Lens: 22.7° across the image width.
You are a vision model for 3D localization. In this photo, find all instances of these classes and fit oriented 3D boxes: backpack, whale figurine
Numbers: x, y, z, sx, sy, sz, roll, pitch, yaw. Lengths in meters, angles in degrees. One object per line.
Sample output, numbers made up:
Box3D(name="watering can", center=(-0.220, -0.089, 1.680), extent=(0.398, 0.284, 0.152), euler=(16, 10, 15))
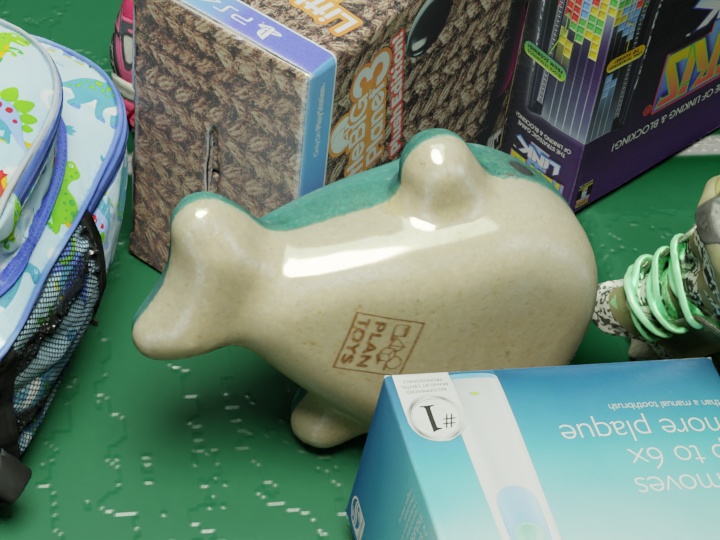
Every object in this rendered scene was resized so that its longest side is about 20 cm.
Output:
Box3D(name="backpack", center=(-0.191, -0.031, 0.762), extent=(0.182, 0.148, 0.201), euler=(16, 42, 5))
Box3D(name="whale figurine", center=(0.000, 0.000, 0.753), extent=(0.198, 0.160, 0.104), euler=(5, 36, -27))

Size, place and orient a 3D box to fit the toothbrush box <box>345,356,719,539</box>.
Box3D(name="toothbrush box", center=(0.092, 0.135, 0.669), extent=(0.145, 0.086, 0.201), euler=(-1, 45, -17))

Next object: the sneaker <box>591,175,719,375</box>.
Box3D(name="sneaker", center=(0.139, 0.015, 0.757), extent=(0.088, 0.200, 0.078), euler=(-9, 72, 10))

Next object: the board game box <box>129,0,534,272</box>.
Box3D(name="board game box", center=(-0.008, -0.094, 0.843), extent=(0.096, 0.160, 0.200), euler=(30, 49, 22))

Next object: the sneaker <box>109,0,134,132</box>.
Box3D(name="sneaker", center=(-0.057, -0.146, 0.951), extent=(0.080, 0.075, 0.200), euler=(25, 46, 18))

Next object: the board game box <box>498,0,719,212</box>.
Box3D(name="board game box", center=(0.166, -0.139, 0.909), extent=(0.199, 0.166, 0.057), euler=(-30, 54, -33))
